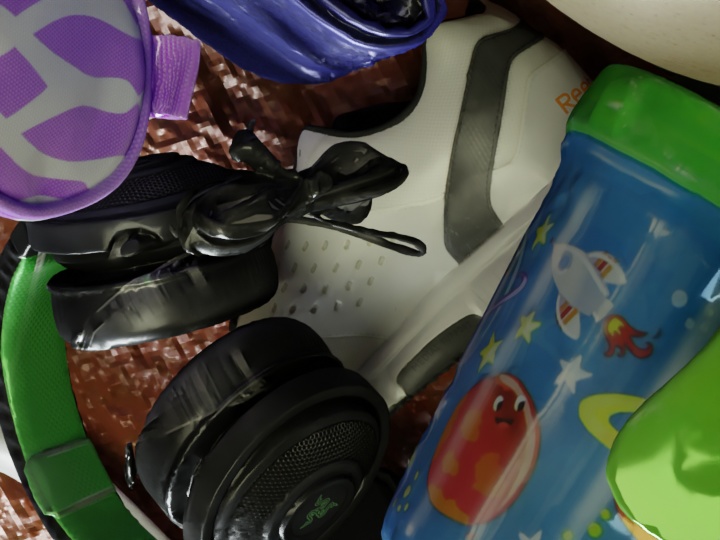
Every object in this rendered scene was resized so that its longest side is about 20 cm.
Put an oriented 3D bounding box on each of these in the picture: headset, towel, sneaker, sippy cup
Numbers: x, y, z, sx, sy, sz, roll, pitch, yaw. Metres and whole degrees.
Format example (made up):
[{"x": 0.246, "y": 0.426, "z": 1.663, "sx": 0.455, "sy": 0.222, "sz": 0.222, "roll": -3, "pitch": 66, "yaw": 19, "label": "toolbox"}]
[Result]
[{"x": -0.051, "y": 0.023, "z": 0.738, "sx": 0.200, "sy": 0.094, "sz": 0.124, "roll": -43, "pitch": 72, "yaw": 47, "label": "headset"}, {"x": -0.049, "y": -0.104, "z": 0.677, "sx": 0.147, "sy": 0.200, "sz": 0.050, "roll": 37, "pitch": 86, "yaw": -7, "label": "towel"}, {"x": 0.000, "y": 0.000, "z": 0.799, "sx": 0.080, "sy": 0.074, "sz": 0.200, "roll": 48, "pitch": 118, "yaw": 0, "label": "sneaker"}, {"x": 0.077, "y": 0.042, "z": 0.667, "sx": 0.131, "sy": 0.139, "sz": 0.178, "roll": -54, "pitch": 141, "yaw": -1, "label": "sippy cup"}]

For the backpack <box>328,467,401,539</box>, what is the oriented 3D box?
[{"x": 0.060, "y": 0.152, "z": 0.824, "sx": 0.153, "sy": 0.163, "sz": 0.200, "roll": -35, "pitch": 115, "yaw": 15, "label": "backpack"}]

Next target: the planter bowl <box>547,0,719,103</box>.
[{"x": 0.103, "y": -0.118, "z": 0.627, "sx": 0.199, "sy": 0.201, "sz": 0.135, "roll": 2, "pitch": 148, "yaw": 14, "label": "planter bowl"}]

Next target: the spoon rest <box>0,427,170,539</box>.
[{"x": -0.076, "y": 0.111, "z": 0.889, "sx": 0.200, "sy": 0.061, "sz": 0.099, "roll": 40, "pitch": 146, "yaw": -22, "label": "spoon rest"}]

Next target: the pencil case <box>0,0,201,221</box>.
[{"x": -0.143, "y": -0.060, "z": 0.737, "sx": 0.199, "sy": 0.085, "sz": 0.084, "roll": 12, "pitch": 88, "yaw": 42, "label": "pencil case"}]
